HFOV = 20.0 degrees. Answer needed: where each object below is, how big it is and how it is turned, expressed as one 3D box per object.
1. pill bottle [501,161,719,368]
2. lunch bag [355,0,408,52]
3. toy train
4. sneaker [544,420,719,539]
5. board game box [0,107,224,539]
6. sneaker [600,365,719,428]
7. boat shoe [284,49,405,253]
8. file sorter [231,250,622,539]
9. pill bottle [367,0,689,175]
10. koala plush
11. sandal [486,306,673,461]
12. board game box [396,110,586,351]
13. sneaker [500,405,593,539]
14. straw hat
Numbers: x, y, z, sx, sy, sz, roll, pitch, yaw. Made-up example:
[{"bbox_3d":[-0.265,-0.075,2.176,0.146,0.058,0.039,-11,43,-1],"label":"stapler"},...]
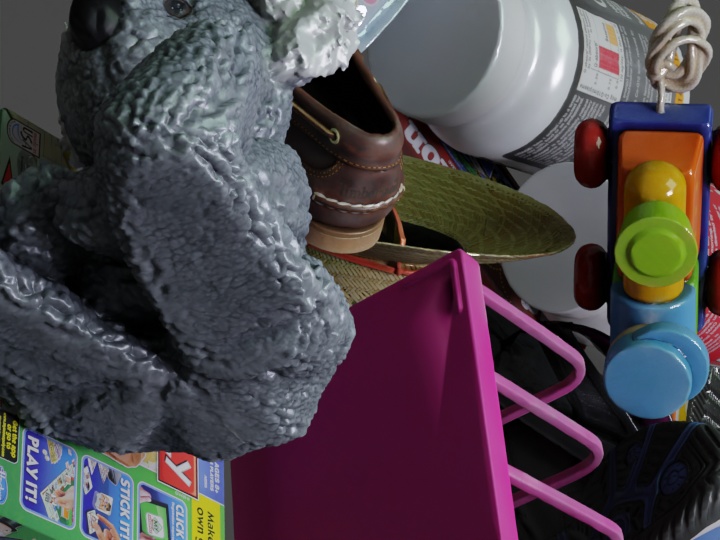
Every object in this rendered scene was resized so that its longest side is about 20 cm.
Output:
[{"bbox_3d":[0.170,-0.005,1.209,0.199,0.112,0.113,13,54,-52],"label":"pill bottle"},{"bbox_3d":[-0.048,-0.196,1.077,0.170,0.127,0.200,44,67,-15],"label":"lunch bag"},{"bbox_3d":[0.140,-0.039,0.965,0.116,0.084,0.201,-73,162,-58],"label":"toy train"},{"bbox_3d":[0.138,0.140,0.982,0.077,0.200,0.076,21,49,-13],"label":"sneaker"},{"bbox_3d":[-0.115,0.041,0.877,0.134,0.029,0.201,31,41,-38],"label":"board game box"},{"bbox_3d":[0.171,0.085,1.213,0.200,0.089,0.071,34,64,-73],"label":"sneaker"},{"bbox_3d":[-0.033,-0.100,0.936,0.070,0.071,0.200,-14,50,-27],"label":"boat shoe"},{"bbox_3d":[0.037,0.126,0.907,0.125,0.138,0.201,33,40,-41],"label":"file sorter"},{"bbox_3d":[0.100,-0.117,1.201,0.199,0.116,0.117,13,53,-52],"label":"pill bottle"},{"bbox_3d":[-0.079,-0.045,0.828,0.184,0.176,0.201,49,30,-38],"label":"koala plush"},{"bbox_3d":[0.131,0.069,1.036,0.200,0.048,0.075,38,29,12],"label":"sandal"},{"bbox_3d":[0.072,-0.031,1.217,0.201,0.019,0.103,54,32,-9],"label":"board game box"},{"bbox_3d":[0.103,0.107,1.076,0.201,0.091,0.076,59,33,1],"label":"sneaker"},{"bbox_3d":[0.000,0.000,1.011,0.201,0.200,0.086,-12,118,-58],"label":"straw hat"}]
